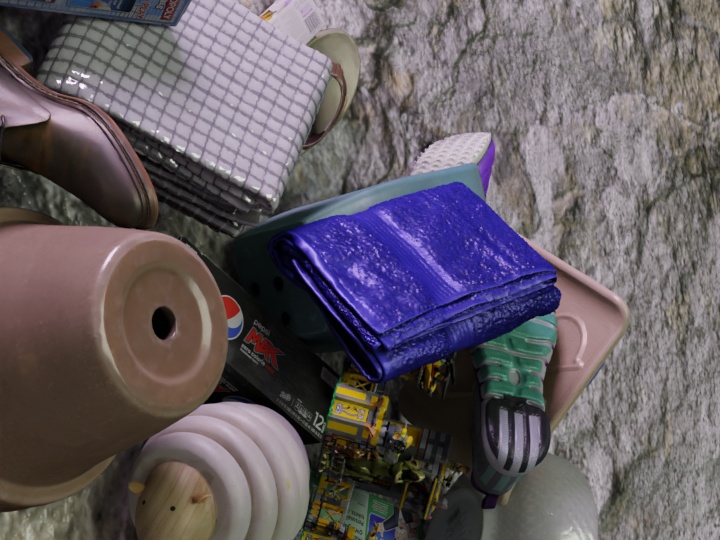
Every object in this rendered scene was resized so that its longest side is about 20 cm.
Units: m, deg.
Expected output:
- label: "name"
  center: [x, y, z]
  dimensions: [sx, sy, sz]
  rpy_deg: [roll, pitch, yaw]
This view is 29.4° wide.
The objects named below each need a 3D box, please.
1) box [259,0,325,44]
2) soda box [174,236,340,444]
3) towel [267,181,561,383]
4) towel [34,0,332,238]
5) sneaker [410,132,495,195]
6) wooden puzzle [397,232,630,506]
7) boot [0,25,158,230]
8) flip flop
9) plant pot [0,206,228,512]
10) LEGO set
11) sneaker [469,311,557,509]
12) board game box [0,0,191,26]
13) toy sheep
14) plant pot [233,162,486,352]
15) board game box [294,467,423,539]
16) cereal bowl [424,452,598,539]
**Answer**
- label: "box"
  center: [-0.095, -0.177, 1.162]
  dimensions: [0.042, 0.039, 0.200]
  rpy_deg: [59, 41, -21]
- label: "soda box"
  center: [-0.104, 0.060, 1.055]
  dimensions: [0.200, 0.071, 0.064]
  rpy_deg: [45, 49, -35]
- label: "towel"
  center: [0.047, -0.002, 1.041]
  dimensions: [0.199, 0.050, 0.148]
  rpy_deg: [-18, 57, -38]
- label: "towel"
  center: [-0.134, -0.133, 1.022]
  dimensions: [0.199, 0.086, 0.166]
  rpy_deg: [28, 54, -14]
- label: "sneaker"
  center: [0.089, -0.051, 1.350]
  dimensions: [0.200, 0.069, 0.100]
  rpy_deg: [-61, 136, -42]
- label: "wooden puzzle"
  center: [0.136, 0.085, 1.202]
  dimensions: [0.046, 0.185, 0.201]
  rpy_deg: [29, 95, -35]
- label: "boot"
  center: [-0.226, -0.079, 0.890]
  dimensions: [0.200, 0.075, 0.097]
  rpy_deg: [40, 45, 19]
- label: "flip flop"
  center: [-0.046, -0.148, 1.201]
  dimensions: [0.200, 0.057, 0.081]
  rpy_deg: [-50, 119, -46]
- label: "plant pot"
  center: [-0.183, 0.049, 0.873]
  dimensions: [0.200, 0.174, 0.201]
  rpy_deg: [17, 68, -49]
- label: "LEGO set"
  center: [0.030, 0.143, 1.053]
  dimensions: [0.154, 0.115, 0.201]
  rpy_deg: [-70, 173, -64]
- label: "sneaker"
  center: [0.113, 0.094, 1.128]
  dimensions: [0.074, 0.088, 0.201]
  rpy_deg: [17, 48, -6]
- label: "board game box"
  center: [-0.209, -0.255, 0.956]
  dimensions: [0.199, 0.062, 0.201]
  rpy_deg: [15, 53, -23]
- label: "toy sheep"
  center: [-0.098, 0.160, 0.994]
  dimensions: [0.200, 0.137, 0.139]
  rpy_deg: [-22, 98, -67]
- label: "plant pot"
  center: [0.000, 0.000, 1.160]
  dimensions: [0.199, 0.141, 0.142]
  rpy_deg: [-12, 89, -47]
- label: "board game box"
  center: [-0.021, 0.247, 1.145]
  dimensions: [0.200, 0.029, 0.135]
  rpy_deg: [32, 56, -43]
- label: "cereal bowl"
  center: [0.113, 0.246, 1.194]
  dimensions: [0.083, 0.200, 0.201]
  rpy_deg: [22, 61, -24]
